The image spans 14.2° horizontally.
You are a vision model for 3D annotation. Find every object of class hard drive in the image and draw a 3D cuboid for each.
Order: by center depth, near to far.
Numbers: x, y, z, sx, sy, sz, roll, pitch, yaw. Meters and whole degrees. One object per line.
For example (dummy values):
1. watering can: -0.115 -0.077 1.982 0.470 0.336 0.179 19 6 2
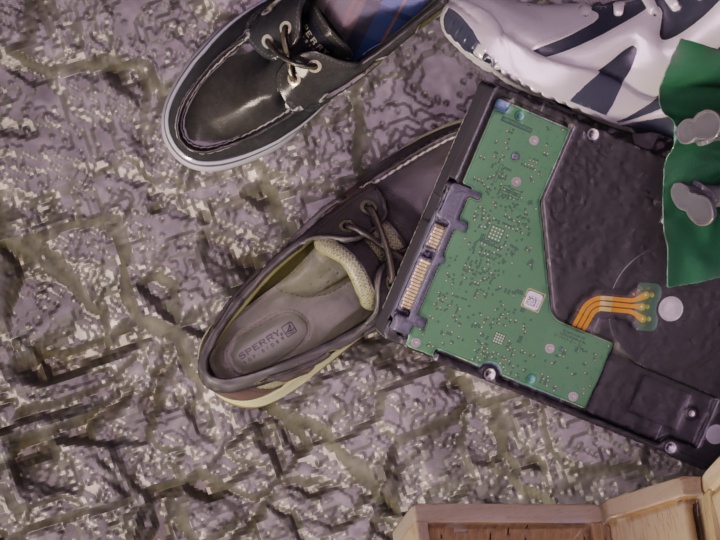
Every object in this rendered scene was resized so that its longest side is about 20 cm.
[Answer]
1. hard drive: 0.124 0.005 1.447 0.200 0.038 0.140 21 94 -15

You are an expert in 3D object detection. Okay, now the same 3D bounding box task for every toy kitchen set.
1. toy kitchen set: 0.136 0.159 1.336 0.180 0.200 0.163 2 62 -17

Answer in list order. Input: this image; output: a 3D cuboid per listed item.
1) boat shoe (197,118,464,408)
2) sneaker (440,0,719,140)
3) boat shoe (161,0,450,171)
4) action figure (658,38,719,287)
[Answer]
1. boat shoe: -0.001 0.000 1.466 0.201 0.066 0.072 -39 89 5
2. sneaker: 0.150 -0.132 1.442 0.199 0.079 0.130 22 92 1
3. boat shoe: -0.020 -0.121 1.465 0.200 0.057 0.069 -36 90 5
4. action figure: 0.235 -0.054 1.412 0.200 0.055 0.118 -4 105 -35
